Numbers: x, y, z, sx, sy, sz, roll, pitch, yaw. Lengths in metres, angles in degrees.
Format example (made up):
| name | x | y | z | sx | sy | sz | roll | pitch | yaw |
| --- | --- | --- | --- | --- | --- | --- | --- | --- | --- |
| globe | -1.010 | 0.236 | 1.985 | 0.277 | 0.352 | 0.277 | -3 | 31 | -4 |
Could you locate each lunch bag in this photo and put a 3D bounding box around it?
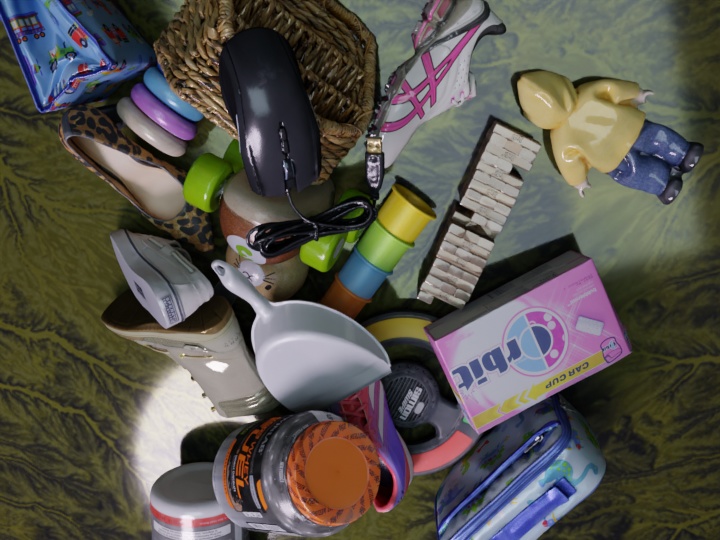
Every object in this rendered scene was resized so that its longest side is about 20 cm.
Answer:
| name | x | y | z | sx | sy | sz | roll | pitch | yaw |
| --- | --- | --- | --- | --- | --- | --- | --- | --- | --- |
| lunch bag | -0.305 | -0.272 | 0.842 | 0.093 | 0.151 | 0.202 | -28 | 101 | 11 |
| lunch bag | 0.168 | 0.229 | 0.925 | 0.082 | 0.161 | 0.200 | 42 | 105 | -7 |

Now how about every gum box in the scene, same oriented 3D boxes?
| name | x | y | z | sx | sy | sz | roll | pitch | yaw |
| --- | --- | --- | --- | --- | --- | --- | --- | --- | --- |
| gum box | 0.182 | 0.072 | 0.914 | 0.198 | 0.066 | 0.115 | -27 | 102 | -2 |

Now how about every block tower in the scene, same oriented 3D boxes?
| name | x | y | z | sx | sy | sz | roll | pitch | yaw |
| --- | --- | --- | --- | --- | --- | --- | --- | --- | --- |
| block tower | 0.125 | -0.055 | 0.910 | 0.057 | 0.054 | 0.202 | 25 | 106 | -1 |

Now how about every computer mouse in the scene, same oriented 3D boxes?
| name | x | y | z | sx | sy | sz | roll | pitch | yaw |
| --- | --- | --- | --- | --- | --- | --- | --- | --- | --- |
| computer mouse | -0.042 | -0.112 | 0.743 | 0.138 | 0.046 | 0.203 | -13 | 111 | -16 |

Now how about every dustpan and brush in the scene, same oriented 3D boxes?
| name | x | y | z | sx | sy | sz | roll | pitch | yaw |
| --- | --- | --- | --- | --- | --- | --- | --- | --- | --- |
| dustpan and brush | -0.079 | 0.061 | 0.867 | 0.139 | 0.058 | 0.199 | -32 | 127 | 28 |

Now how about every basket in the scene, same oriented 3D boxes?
| name | x | y | z | sx | sy | sz | roll | pitch | yaw |
| --- | --- | --- | --- | --- | --- | --- | --- | --- | --- |
| basket | -0.071 | -0.195 | 0.808 | 0.199 | 0.143 | 0.149 | 31 | 109 | -39 |

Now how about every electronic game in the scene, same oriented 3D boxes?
| name | x | y | z | sx | sy | sz | roll | pitch | yaw |
| --- | --- | --- | --- | --- | --- | --- | --- | --- | --- |
| electronic game | 0.052 | 0.142 | 0.974 | 0.197 | 0.042 | 0.203 | 1 | 104 | 4 |

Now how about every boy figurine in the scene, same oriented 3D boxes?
| name | x | y | z | sx | sy | sz | roll | pitch | yaw |
| --- | --- | --- | --- | --- | --- | --- | --- | --- | --- |
| boy figurine | 0.244 | -0.139 | 0.873 | 0.198 | 0.064 | 0.126 | 26 | 106 | -1 |

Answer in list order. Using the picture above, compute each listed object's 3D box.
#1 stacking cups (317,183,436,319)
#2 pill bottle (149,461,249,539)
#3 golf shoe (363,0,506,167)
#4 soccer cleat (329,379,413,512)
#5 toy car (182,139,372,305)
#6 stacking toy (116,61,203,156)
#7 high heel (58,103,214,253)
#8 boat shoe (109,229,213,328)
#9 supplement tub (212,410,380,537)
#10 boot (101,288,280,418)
| name | x | y | z | sx | sy | sz | roll | pitch | yaw |
| --- | --- | --- | --- | --- | --- | --- | --- | --- | --- |
| stacking cups | 0.000 | 0.000 | 0.935 | 0.060 | 0.061 | 0.201 | 37 | 106 | -5 |
| pill bottle | -0.188 | 0.343 | 1.009 | 0.114 | 0.116 | 0.203 | 2 | 104 | 4 |
| golf shoe | 0.072 | -0.187 | 0.871 | 0.091 | 0.073 | 0.202 | 28 | 105 | -4 |
| soccer cleat | 0.001 | 0.166 | 0.931 | 0.067 | 0.073 | 0.202 | -21 | 101 | 18 |
| toy car | -0.104 | -0.012 | 0.902 | 0.163 | 0.158 | 0.202 | 26 | 118 | 8 |
| stacking toy | -0.165 | -0.222 | 0.888 | 0.085 | 0.085 | 0.201 | 38 | 97 | -5 |
| high heel | -0.232 | -0.085 | 0.888 | 0.071 | 0.143 | 0.201 | -35 | 99 | 13 |
| boat shoe | -0.212 | -0.004 | 0.902 | 0.065 | 0.199 | 0.073 | -26 | 116 | -21 |
| supplement tub | -0.069 | 0.213 | 0.888 | 0.121 | 0.199 | 0.124 | 8 | 73 | -29 |
| boot | -0.192 | 0.094 | 0.961 | 0.198 | 0.072 | 0.156 | 4 | 137 | 36 |
